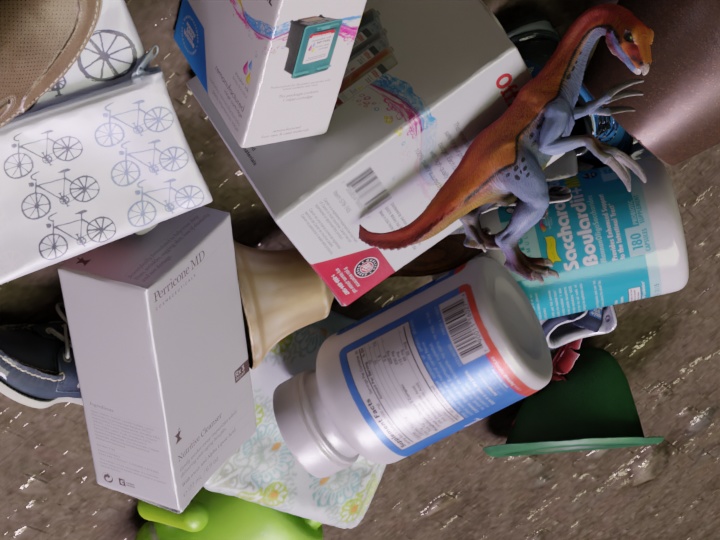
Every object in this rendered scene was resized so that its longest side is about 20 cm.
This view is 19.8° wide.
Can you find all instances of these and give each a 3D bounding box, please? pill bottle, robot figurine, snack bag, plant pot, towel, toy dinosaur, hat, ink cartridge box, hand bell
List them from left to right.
[{"bbox_3d":[-0.209,-0.094,1.278,0.188,0.021,0.200,-20,119,-3],"label":"snack bag"},{"bbox_3d":[-0.114,0.231,1.783,0.200,0.116,0.175,-40,131,9],"label":"robot figurine"},{"bbox_3d":[-0.051,-0.191,1.299,0.067,0.116,0.200,-11,140,-28],"label":"ink cartridge box"},{"bbox_3d":[-0.047,0.113,1.672,0.200,0.048,0.171,22,92,-37],"label":"towel"},{"bbox_3d":[0.000,0.000,1.566,0.200,0.104,0.104,-15,144,-10],"label":"hand bell"},{"bbox_3d":[0.015,-0.107,1.433,0.200,0.145,0.145,-34,147,1],"label":"ink cartridge box"},{"bbox_3d":[0.036,0.080,1.577,0.200,0.112,0.112,-28,150,20],"label":"pill bottle"},{"bbox_3d":[0.117,-0.088,1.346,0.200,0.105,0.182,-1,114,-23],"label":"toy dinosaur"},{"bbox_3d":[0.154,-0.018,1.643,0.200,0.111,0.111,-13,146,3],"label":"pill bottle"},{"bbox_3d":[0.204,0.082,1.951,0.166,0.176,0.200,2,170,-44],"label":"hat"},{"bbox_3d":[0.263,-0.179,1.501,0.200,0.187,0.187,-47,145,14],"label":"plant pot"}]

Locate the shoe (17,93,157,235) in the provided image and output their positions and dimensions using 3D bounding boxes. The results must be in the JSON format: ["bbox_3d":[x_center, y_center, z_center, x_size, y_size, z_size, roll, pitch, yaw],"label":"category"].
[{"bbox_3d":[-0.217,-0.069,1.363,0.091,0.071,0.200,-34,141,4],"label":"shoe"}]

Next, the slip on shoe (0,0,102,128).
[{"bbox_3d":[-0.231,-0.113,1.219,0.200,0.061,0.076,-37,114,4],"label":"slip on shoe"}]

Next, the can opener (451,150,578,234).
[{"bbox_3d":[0.062,-0.057,1.536,0.200,0.053,0.067,-9,102,-6],"label":"can opener"}]

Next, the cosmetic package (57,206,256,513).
[{"bbox_3d":[-0.144,0.058,1.488,0.113,0.081,0.200,-48,144,-43],"label":"cosmetic package"}]

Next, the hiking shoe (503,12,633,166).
[{"bbox_3d":[0.157,-0.115,1.585,0.074,0.087,0.200,-27,147,21],"label":"hiking shoe"}]

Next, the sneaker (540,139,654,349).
[{"bbox_3d":[0.200,-0.021,1.731,0.200,0.109,0.070,-47,145,20],"label":"sneaker"}]

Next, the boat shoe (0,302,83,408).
[{"bbox_3d":[-0.214,0.066,1.529,0.062,0.075,0.200,-43,147,17],"label":"boat shoe"}]
